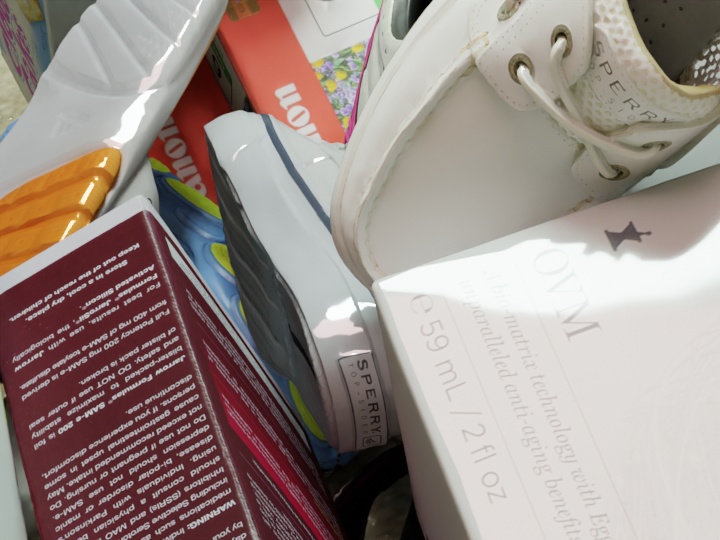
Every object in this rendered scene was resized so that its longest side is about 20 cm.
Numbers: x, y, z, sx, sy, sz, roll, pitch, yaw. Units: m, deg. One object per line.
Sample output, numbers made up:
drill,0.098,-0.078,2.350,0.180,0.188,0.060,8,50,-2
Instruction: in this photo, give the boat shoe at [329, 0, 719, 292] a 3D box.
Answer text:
boat shoe,0.066,-0.060,0.697,0.200,0.071,0.069,-47,17,15

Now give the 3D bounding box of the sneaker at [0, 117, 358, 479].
sneaker,-0.069,0.019,0.960,0.199,0.083,0.071,37,17,35

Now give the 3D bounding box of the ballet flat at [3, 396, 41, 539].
ballet flat,-0.135,0.083,0.887,0.199,0.069,0.068,-10,33,8

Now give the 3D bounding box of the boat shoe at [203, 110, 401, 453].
boat shoe,0.000,0.000,0.838,0.066,0.074,0.200,-14,28,-9

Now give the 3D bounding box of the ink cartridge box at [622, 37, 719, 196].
ink cartridge box,0.138,-0.046,0.843,0.144,0.085,0.200,-19,-9,1

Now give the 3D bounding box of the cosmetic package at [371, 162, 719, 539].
cosmetic package,0.130,0.077,0.686,0.199,0.123,0.200,-19,55,-5

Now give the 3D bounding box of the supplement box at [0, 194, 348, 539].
supplement box,-0.041,0.081,0.741,0.061,0.109,0.200,-30,36,4

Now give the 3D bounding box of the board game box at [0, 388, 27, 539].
board game box,-0.156,0.052,0.789,0.064,0.148,0.201,-2,65,-29

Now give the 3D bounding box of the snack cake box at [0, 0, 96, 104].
snack cake box,-0.082,-0.126,1.049,0.115,0.200,0.067,-26,71,-13

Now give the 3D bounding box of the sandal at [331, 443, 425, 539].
sandal,0.007,0.095,0.813,0.075,0.048,0.200,-6,31,50

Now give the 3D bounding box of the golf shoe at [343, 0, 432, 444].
golf shoe,0.024,-0.041,0.904,0.072,0.092,0.201,2,68,8

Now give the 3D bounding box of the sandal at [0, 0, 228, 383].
sandal,-0.091,-0.019,0.909,0.079,0.059,0.207,5,52,43

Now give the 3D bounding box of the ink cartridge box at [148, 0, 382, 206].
ink cartridge box,-0.012,-0.069,1.019,0.199,0.050,0.109,-24,75,-11
